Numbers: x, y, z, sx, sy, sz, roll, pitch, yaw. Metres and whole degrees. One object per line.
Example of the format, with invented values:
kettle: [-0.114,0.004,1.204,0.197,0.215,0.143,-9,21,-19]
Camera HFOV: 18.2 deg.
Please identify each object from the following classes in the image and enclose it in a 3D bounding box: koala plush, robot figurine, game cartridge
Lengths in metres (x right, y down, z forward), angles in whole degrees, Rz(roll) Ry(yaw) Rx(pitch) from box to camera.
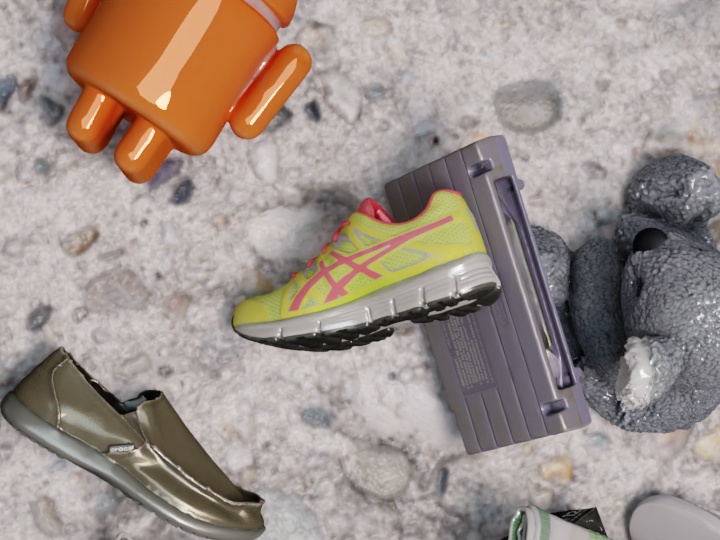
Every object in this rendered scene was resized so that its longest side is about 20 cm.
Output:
koala plush: [0.218,0.032,1.530,0.176,0.200,0.185,-27,98,-11]
robot figurine: [-0.119,-0.158,1.488,0.201,0.143,0.116,-57,137,-5]
game cartridge: [0.085,0.019,1.528,0.038,0.129,0.202,-16,87,-28]

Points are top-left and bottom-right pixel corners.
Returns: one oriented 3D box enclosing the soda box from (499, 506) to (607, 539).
soda box: [0.095,0.235,1.533,0.199,0.063,0.071,-29,100,-43]

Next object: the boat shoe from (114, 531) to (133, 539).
boat shoe: [-0.153,0.216,1.504,0.200,0.075,0.087,-5,132,-8]

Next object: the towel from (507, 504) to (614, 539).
towel: [0.177,0.257,1.515,0.199,0.031,0.150,24,64,-24]

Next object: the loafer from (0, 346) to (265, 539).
loafer: [-0.143,0.118,1.513,0.199,0.075,0.070,31,90,-12]

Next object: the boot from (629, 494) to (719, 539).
boot: [0.295,0.213,1.628,0.199,0.096,0.074,34,126,11]

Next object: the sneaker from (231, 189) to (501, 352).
sneaker: [0.000,0.000,1.518,0.198,0.078,0.091,-16,78,23]
